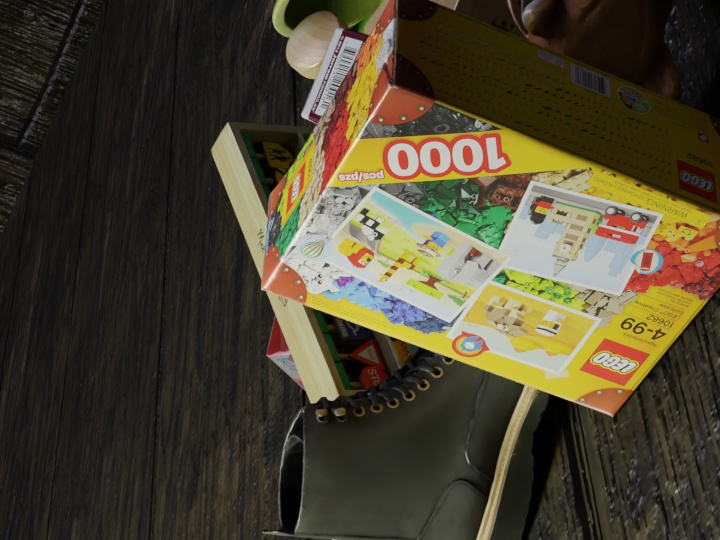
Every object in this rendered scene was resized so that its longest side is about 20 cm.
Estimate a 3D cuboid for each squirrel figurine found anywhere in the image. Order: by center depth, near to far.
[{"bbox_3d":[0.149,-0.181,1.100,0.200,0.141,0.187,-18,44,59],"label":"squirrel figurine"}]

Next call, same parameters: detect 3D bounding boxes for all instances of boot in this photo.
[{"bbox_3d":[0.028,0.058,1.182,0.077,0.138,0.201,173,105,-68],"label":"boot"}]

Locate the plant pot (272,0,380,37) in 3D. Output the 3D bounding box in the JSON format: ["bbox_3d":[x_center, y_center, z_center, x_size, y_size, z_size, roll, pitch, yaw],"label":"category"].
[{"bbox_3d":[-0.014,-0.295,1.540,0.190,0.200,0.200,62,148,10],"label":"plant pot"}]

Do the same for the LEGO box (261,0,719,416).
[{"bbox_3d":[0.072,-0.030,1.084,0.077,0.199,0.149,-87,23,-46],"label":"LEGO box"}]

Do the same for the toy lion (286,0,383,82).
[{"bbox_3d":[0.045,-0.131,1.460,0.191,0.069,0.201,-25,50,29],"label":"toy lion"}]

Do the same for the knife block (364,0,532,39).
[{"bbox_3d":[0.087,-0.198,1.315,0.176,0.064,0.200,-68,20,0],"label":"knife block"}]

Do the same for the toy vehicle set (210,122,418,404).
[{"bbox_3d":[0.000,0.000,1.288,0.027,0.124,0.200,-53,49,40],"label":"toy vehicle set"}]

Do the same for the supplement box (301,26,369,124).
[{"bbox_3d":[0.065,-0.078,1.232,0.200,0.109,0.061,25,92,56],"label":"supplement box"}]

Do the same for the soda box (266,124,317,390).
[{"bbox_3d":[-0.004,-0.016,1.521,0.070,0.063,0.201,-6,57,30],"label":"soda box"}]
